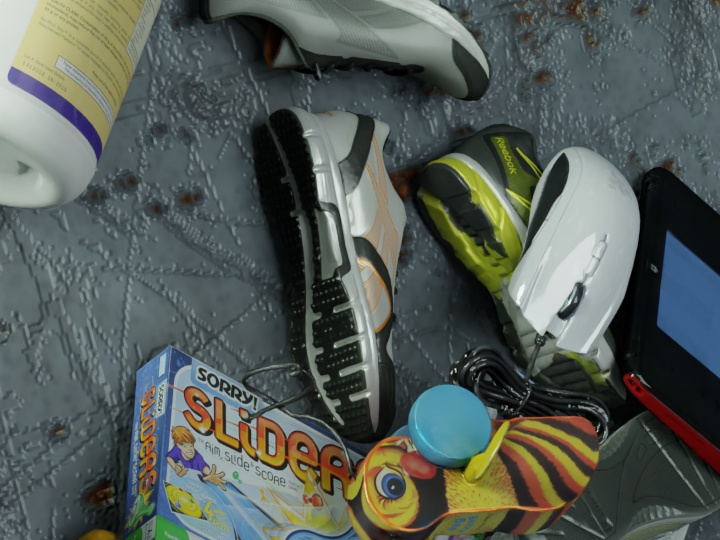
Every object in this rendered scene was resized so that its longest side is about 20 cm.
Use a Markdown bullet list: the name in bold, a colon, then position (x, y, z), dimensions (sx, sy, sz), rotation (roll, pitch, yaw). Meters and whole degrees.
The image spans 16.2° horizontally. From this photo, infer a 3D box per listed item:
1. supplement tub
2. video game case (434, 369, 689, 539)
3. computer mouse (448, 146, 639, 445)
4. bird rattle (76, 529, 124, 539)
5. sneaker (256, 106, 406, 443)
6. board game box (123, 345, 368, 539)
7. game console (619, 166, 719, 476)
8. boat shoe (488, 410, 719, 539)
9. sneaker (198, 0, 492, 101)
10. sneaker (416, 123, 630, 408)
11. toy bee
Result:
- **supplement tub**: position (-0.178, -0.150, 1.330), dimensions (0.145, 0.145, 0.201), rotation (31, 68, -29)
- **video game case**: position (0.113, 0.189, 1.579), dimensions (0.182, 0.023, 0.201), rotation (35, 67, -28)
- **computer mouse**: position (0.124, 0.007, 1.506), dimensions (0.109, 0.044, 0.201), rotation (31, 60, -22)
- **bird rattle**: position (-0.095, 0.220, 1.383), dimensions (0.199, 0.112, 0.164), rotation (13, 61, -37)
- **sneaker**: position (0.000, 0.000, 1.487), dimensions (0.080, 0.074, 0.202), rotation (-9, 91, -38)
- **board game box**: position (-0.043, 0.144, 1.429), dimensions (0.199, 0.034, 0.136), rotation (30, 41, -30)
- **game console**: position (0.236, 0.048, 1.630), dimensions (0.177, 0.031, 0.201), rotation (42, 37, -26)
- **boat shoe**: position (0.158, 0.141, 1.571), dimensions (0.201, 0.065, 0.075), rotation (-24, 80, -40)
- **sneaker**: position (-0.011, -0.142, 1.501), dimensions (0.199, 0.074, 0.080), rotation (24, 81, -25)
- **sneaker**: position (0.120, -0.005, 1.571), dimensions (0.085, 0.074, 0.201), rotation (-45, 110, -31)
- **toy bee**: position (0.035, 0.126, 1.419), dimensions (0.198, 0.131, 0.109), rotation (-1, 61, 5)
